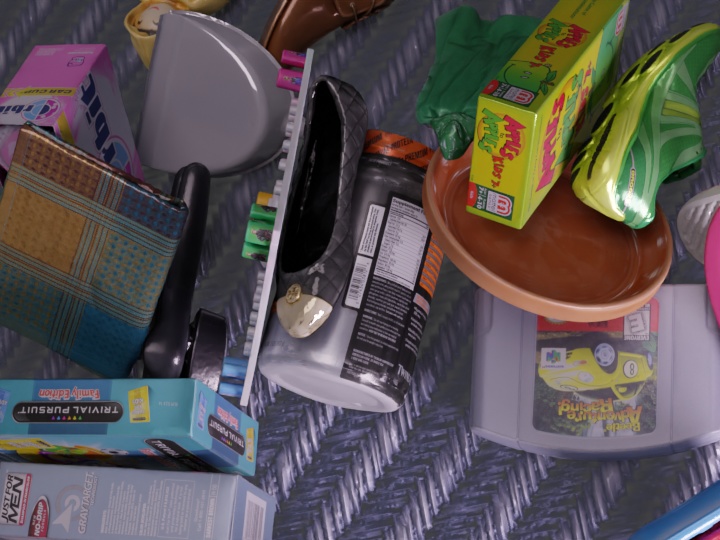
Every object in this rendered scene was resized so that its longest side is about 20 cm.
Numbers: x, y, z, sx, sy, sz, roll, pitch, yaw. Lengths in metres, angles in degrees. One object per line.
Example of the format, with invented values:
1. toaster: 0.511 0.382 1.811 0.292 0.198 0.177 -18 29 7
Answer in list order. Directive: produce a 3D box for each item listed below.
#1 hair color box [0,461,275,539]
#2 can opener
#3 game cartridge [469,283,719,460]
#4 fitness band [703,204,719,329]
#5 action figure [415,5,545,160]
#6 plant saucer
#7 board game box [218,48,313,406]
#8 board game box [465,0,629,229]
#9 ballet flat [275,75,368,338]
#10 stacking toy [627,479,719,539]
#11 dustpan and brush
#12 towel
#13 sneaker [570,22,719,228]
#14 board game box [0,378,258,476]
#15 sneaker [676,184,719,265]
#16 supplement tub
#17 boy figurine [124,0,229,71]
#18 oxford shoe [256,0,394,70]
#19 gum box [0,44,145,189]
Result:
1. hair color box: -0.176 0.191 1.352 0.198 0.099 0.061 1 72 15
2. can opener: -0.150 0.011 1.427 0.078 0.063 0.202 8 79 -28
3. game cartridge: 0.183 0.078 1.327 0.198 0.041 0.135 -1 76 15
4. fitness band: 0.327 0.023 1.251 0.143 0.037 0.202 -23 88 40
5. action figure: 0.091 -0.144 1.358 0.117 0.055 0.200 2 32 19
6. plant saucer: 0.141 -0.036 1.324 0.198 0.032 0.201 12 43 -11
7. board game box: -0.072 -0.034 1.316 0.026 0.201 0.201 11 49 -3
8. board game box: 0.144 -0.130 1.316 0.047 0.102 0.200 19 41 18
9. ballet flat: -0.037 -0.048 1.286 0.066 0.057 0.202 -4 68 34
10. stacking toy: 0.279 0.252 1.219 0.109 0.116 0.201 -32 81 3
11. dustpan and brush: -0.083 -0.127 1.449 0.199 0.057 0.141 21 109 21
12. towel: -0.220 -0.010 1.341 0.146 0.201 0.022 27 40 1
13. sneaker: 0.233 -0.112 1.355 0.083 0.074 0.201 41 63 -14
14. board game box: -0.197 0.124 1.352 0.198 0.151 0.047 -1 72 15
15. sneaker: 0.346 -0.049 1.311 0.199 0.105 0.076 -6 111 40
16. supplement tub: 0.000 0.000 1.355 0.121 0.123 0.202 10 74 18
17. boy figurine: -0.159 -0.271 1.523 0.123 0.064 0.201 18 74 17
18. oxford shoe: -0.014 -0.234 1.468 0.071 0.071 0.200 39 86 14
19. gum box: -0.228 -0.066 1.393 0.065 0.201 0.114 1 39 17
